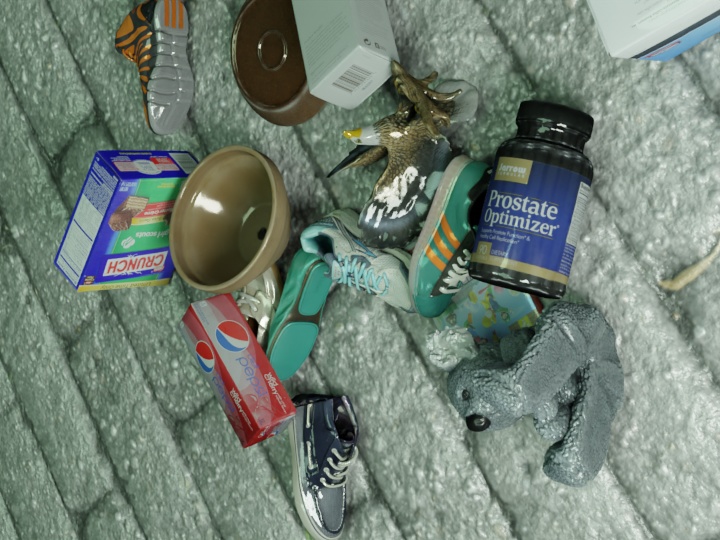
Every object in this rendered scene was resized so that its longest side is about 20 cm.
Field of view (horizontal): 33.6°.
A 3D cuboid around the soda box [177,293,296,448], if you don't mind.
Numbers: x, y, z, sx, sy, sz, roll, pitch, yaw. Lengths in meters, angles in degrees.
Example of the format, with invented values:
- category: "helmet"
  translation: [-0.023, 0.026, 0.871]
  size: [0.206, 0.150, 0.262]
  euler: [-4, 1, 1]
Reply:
- category: "soda box"
  translation: [-0.168, 0.132, 1.608]
  size: [0.201, 0.070, 0.064]
  euler: [58, 139, 17]

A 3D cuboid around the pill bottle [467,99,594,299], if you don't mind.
- category: "pill bottle"
  translation: [0.193, -0.078, 1.309]
  size: [0.111, 0.111, 0.203]
  euler: [12, 88, 38]

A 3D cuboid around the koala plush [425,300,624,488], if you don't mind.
- category: "koala plush"
  translation: [0.177, 0.127, 1.342]
  size: [0.199, 0.185, 0.178]
  euler: [-12, 127, 50]

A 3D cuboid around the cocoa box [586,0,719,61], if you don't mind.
- category: "cocoa box"
  translation: [0.330, -0.309, 1.165]
  size: [0.199, 0.131, 0.135]
  euler: [-28, 78, 39]

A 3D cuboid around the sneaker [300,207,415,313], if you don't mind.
- category: "sneaker"
  translation: [0.000, 0.000, 1.503]
  size: [0.200, 0.086, 0.078]
  euler: [38, 132, 36]

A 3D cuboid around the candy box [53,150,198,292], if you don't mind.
- category: "candy box"
  translation: [-0.330, -0.071, 1.726]
  size: [0.077, 0.168, 0.201]
  euler: [46, 123, 29]

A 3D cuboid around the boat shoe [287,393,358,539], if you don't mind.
- category: "boat shoe"
  translation: [-0.041, 0.260, 1.589]
  size: [0.092, 0.074, 0.203]
  euler: [-17, 84, 47]

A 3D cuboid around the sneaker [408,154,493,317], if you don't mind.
- category: "sneaker"
  translation: [0.117, -0.029, 1.399]
  size: [0.080, 0.071, 0.202]
  euler: [29, 112, 38]

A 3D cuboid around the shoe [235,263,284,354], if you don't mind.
- category: "shoe"
  translation: [-0.147, 0.080, 1.668]
  size: [0.069, 0.053, 0.203]
  euler: [13, 104, 38]

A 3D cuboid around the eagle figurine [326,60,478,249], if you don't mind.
- category: "eagle figurine"
  translation: [0.043, -0.149, 1.436]
  size: [0.149, 0.152, 0.201]
  euler: [22, 136, 5]

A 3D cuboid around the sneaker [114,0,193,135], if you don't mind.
- category: "sneaker"
  translation: [-0.305, -0.296, 1.745]
  size: [0.111, 0.077, 0.203]
  euler: [1, 86, 44]

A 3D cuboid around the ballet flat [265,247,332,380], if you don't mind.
- category: "ballet flat"
  translation: [-0.086, 0.052, 1.617]
  size: [0.071, 0.067, 0.202]
  euler: [55, 129, 50]

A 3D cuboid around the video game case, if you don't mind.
- category: "video game case"
  translation: [0.141, 0.029, 1.444]
  size: [0.143, 0.017, 0.202]
  euler: [-36, 73, 37]

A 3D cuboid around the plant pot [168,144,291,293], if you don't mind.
- category: "plant pot"
  translation: [-0.160, -0.060, 1.617]
  size: [0.199, 0.092, 0.203]
  euler: [-14, 66, 35]

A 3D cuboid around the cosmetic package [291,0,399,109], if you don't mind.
- category: "cosmetic package"
  translation: [-0.023, -0.311, 1.462]
  size: [0.101, 0.074, 0.202]
  euler: [-35, 52, 38]

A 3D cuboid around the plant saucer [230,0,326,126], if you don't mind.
- category: "plant saucer"
  translation: [-0.110, -0.295, 1.601]
  size: [0.199, 0.034, 0.203]
  euler: [7, 101, 40]
